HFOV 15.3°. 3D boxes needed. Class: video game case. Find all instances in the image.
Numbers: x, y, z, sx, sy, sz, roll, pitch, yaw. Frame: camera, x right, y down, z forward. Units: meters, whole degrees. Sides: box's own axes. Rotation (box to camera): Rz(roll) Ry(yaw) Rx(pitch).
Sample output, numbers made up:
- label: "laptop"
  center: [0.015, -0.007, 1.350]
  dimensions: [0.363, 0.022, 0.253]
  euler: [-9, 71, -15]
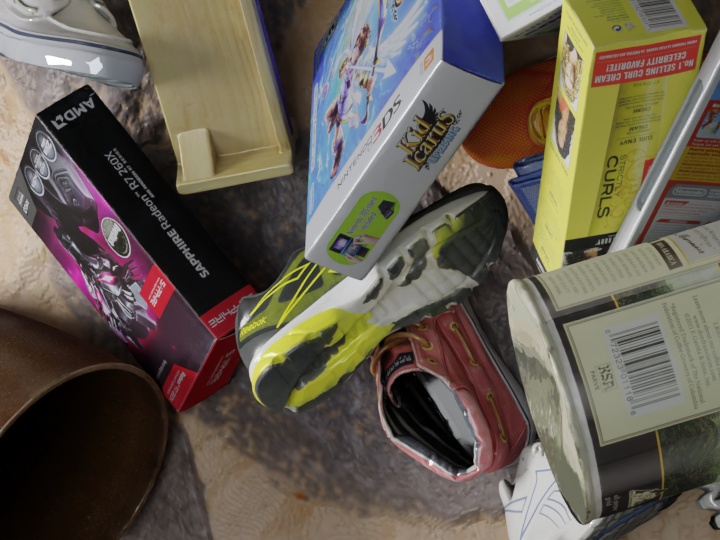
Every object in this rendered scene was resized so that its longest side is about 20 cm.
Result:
- label: "video game case"
  center: [0.239, -0.067, 1.550]
  dimensions: [0.017, 0.142, 0.201]
  euler: [-111, 34, -43]
- label: "video game case"
  center: [0.025, -0.126, 1.638]
  dimensions: [0.045, 0.201, 0.181]
  euler: [20, 132, -19]

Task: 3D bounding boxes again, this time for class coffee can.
- label: "coffee can"
  center: [0.199, 0.047, 1.528]
  dimensions: [0.199, 0.146, 0.147]
  euler: [-16, 90, -5]

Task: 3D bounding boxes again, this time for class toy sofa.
- label: "toy sofa"
  center: [-0.101, -0.159, 1.735]
  dimensions: [0.082, 0.098, 0.201]
  euler: [-11, 123, 7]

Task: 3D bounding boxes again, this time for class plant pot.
- label: "plant pot"
  center: [-0.266, 0.098, 1.836]
  dimensions: [0.200, 0.186, 0.188]
  euler: [34, 109, 33]

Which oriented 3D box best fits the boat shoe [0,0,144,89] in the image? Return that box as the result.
- label: "boat shoe"
  center: [-0.204, -0.167, 1.782]
  dimensions: [0.200, 0.073, 0.067]
  euler: [19, 95, 52]

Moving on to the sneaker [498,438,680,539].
- label: "sneaker"
  center: [0.135, 0.135, 1.669]
  dimensions: [0.087, 0.074, 0.200]
  euler: [64, 147, 15]

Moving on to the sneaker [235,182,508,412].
- label: "sneaker"
  center: [0.000, 0.000, 1.687]
  dimensions: [0.200, 0.075, 0.085]
  euler: [-36, 48, -2]

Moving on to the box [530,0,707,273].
- label: "box"
  center: [0.148, -0.073, 1.557]
  dimensions: [0.201, 0.075, 0.050]
  euler: [95, 159, -43]

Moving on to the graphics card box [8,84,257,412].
- label: "graphics card box"
  center: [-0.151, -0.013, 1.792]
  dimensions: [0.200, 0.051, 0.126]
  euler: [52, 152, 11]

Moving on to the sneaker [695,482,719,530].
- label: "sneaker"
  center: [0.232, 0.111, 1.664]
  dimensions: [0.081, 0.075, 0.201]
  euler: [-33, 89, 0]

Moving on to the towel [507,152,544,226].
- label: "towel"
  center: [0.207, -0.039, 1.644]
  dimensions: [0.199, 0.024, 0.147]
  euler: [-16, 126, 25]

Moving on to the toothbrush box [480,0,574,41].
- label: "toothbrush box"
  center: [0.157, -0.209, 1.586]
  dimensions: [0.145, 0.200, 0.086]
  euler: [-28, 84, 23]

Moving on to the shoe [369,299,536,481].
- label: "shoe"
  center: [0.034, 0.047, 1.728]
  dimensions: [0.071, 0.091, 0.201]
  euler: [-39, 80, 22]

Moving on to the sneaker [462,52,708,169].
- label: "sneaker"
  center: [0.150, -0.104, 1.669]
  dimensions: [0.199, 0.077, 0.073]
  euler: [-11, 92, 25]
